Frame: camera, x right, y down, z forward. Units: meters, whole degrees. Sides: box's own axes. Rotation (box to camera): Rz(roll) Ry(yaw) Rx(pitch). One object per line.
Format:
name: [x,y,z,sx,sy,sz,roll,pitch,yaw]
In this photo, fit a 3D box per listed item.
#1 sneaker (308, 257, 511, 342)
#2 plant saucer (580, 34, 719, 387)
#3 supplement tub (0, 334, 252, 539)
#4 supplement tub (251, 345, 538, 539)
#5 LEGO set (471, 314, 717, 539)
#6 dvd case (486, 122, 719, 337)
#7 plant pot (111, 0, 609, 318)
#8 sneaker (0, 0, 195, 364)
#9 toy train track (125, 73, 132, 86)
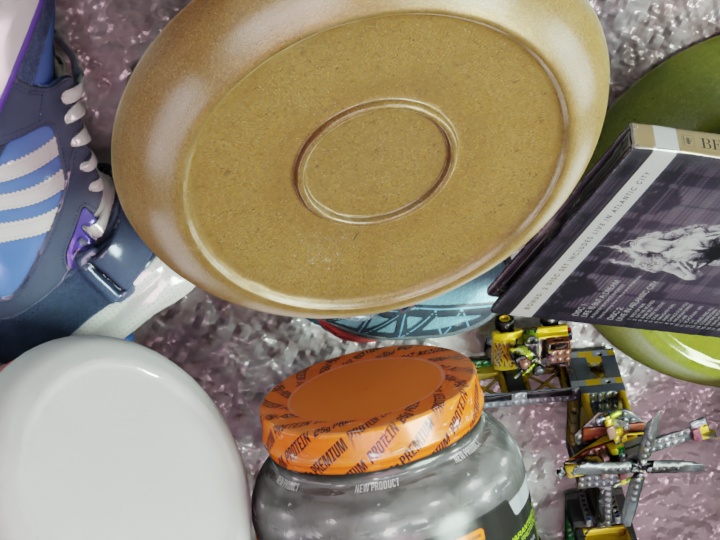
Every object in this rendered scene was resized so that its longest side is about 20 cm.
sneaker: [0.000,0.000,1.272,0.199,0.095,0.080,15,102,-42]
plant saucer: [0.191,-0.020,1.354,0.199,0.031,0.201,-4,125,-5]
supplement tub: [-0.153,0.120,1.294,0.140,0.141,0.200,31,145,-26]
supplement tub: [0.022,0.142,1.295,0.122,0.123,0.201,-11,108,0]
LEGO set: [0.076,0.132,1.388,0.153,0.116,0.201,1,124,-9]
dvd case: [0.174,-0.011,1.280,0.199,0.016,0.149,6,151,-21]
plant pot: [0.004,-0.048,1.143,0.199,0.028,0.201,-10,137,-9]
sneaker: [-0.122,-0.046,1.268,0.146,0.081,0.201,11,119,-25]
toy train track: [-0.006,-0.084,1.242,0.199,0.033,0.115,-11,144,21]
